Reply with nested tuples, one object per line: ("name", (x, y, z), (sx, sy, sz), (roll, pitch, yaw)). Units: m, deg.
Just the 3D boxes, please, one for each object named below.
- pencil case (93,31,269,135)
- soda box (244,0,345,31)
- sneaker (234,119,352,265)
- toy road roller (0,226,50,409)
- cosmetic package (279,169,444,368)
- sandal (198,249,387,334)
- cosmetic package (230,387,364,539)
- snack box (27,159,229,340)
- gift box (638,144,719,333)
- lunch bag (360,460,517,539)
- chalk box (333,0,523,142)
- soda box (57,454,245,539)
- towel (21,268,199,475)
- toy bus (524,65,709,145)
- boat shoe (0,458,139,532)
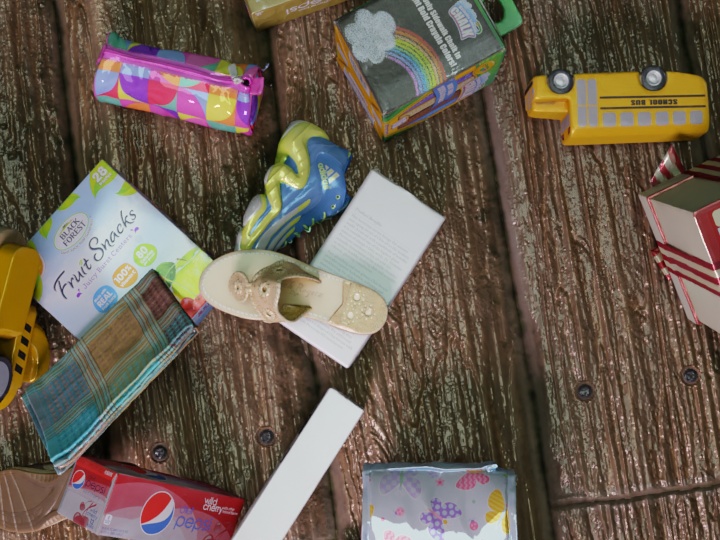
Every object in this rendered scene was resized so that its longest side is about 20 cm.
("pencil case", (-0.205, -0.215, 1.195), (0.198, 0.088, 0.089), (11, 84, 2))
("soda box", (-0.042, -0.348, 1.215), (0.198, 0.068, 0.065), (-19, 85, -2))
("sneaker", (-0.070, -0.068, 1.184), (0.104, 0.076, 0.202), (22, 84, 2))
("toy road roller", (-0.404, 0.054, 1.129), (0.122, 0.146, 0.202), (10, 86, 19))
("cosmetic package", (0.000, 0.000, 1.178), (0.101, 0.071, 0.201), (34, 86, 4))
("sandal", (-0.073, 0.021, 1.106), (0.209, 0.070, 0.078), (13, 84, 2))
("cosmetic package", (-0.069, 0.225, 1.152), (0.050, 0.083, 0.201), (33, 85, 5))
("snack box", (-0.270, 0.005, 1.181), (0.200, 0.068, 0.169), (40, 87, 5))
("gift box", (0.422, -0.053, 1.123), (0.183, 0.187, 0.202), (-20, 100, 0))
("lunch bag", (0.084, 0.302, 1.102), (0.168, 0.127, 0.202), (-2, 94, 2))
("chalk box", (0.084, -0.257, 1.179), (0.199, 0.124, 0.126), (-28, 84, -4))
("soda box", (-0.214, 0.247, 1.091), (0.070, 0.200, 0.064), (12, 80, 37))
("towel", (-0.264, 0.098, 1.083), (0.200, 0.147, 0.022), (-46, 129, -2))
("toy bus", (0.293, -0.189, 1.201), (0.198, 0.065, 0.079), (-2, 86, -1))
("boat shoe", (-0.333, 0.242, 1.158), (0.198, 0.072, 0.073), (-15, 89, 21))
